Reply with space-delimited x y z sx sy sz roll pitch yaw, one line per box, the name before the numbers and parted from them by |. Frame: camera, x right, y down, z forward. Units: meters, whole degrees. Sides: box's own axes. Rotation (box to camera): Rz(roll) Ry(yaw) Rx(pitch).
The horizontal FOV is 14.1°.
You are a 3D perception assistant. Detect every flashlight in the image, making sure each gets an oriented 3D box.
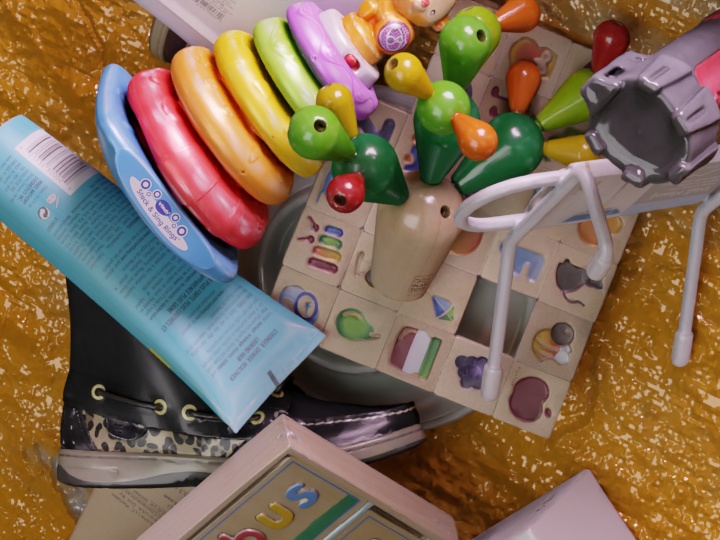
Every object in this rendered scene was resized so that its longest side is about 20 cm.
flashlight | 0.171 -0.086 1.407 0.067 0.200 0.068 0 108 25

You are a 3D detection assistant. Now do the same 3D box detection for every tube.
tube | -0.118 -0.003 1.534 0.200 0.077 0.050 38 155 8

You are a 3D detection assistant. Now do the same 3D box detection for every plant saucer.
plant saucer | 0.000 0.000 1.607 0.199 0.050 0.201 9 110 24

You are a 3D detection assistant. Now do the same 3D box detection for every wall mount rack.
wall mount rack | 0.136 -0.004 1.475 0.174 0.199 0.075 130 128 -61

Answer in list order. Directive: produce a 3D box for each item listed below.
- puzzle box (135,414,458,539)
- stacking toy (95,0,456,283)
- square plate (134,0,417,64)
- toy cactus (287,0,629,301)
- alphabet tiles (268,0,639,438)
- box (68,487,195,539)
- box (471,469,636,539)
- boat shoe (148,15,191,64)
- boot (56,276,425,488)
puzzle box | -0.061 0.170 1.568 0.133 0.025 0.200 33 118 -33
stacking toy | -0.032 -0.095 1.501 0.200 0.110 0.116 -34 110 10
square plate | -0.040 -0.180 1.505 0.200 0.029 0.198 38 120 -22
toy cactus | 0.048 -0.053 1.479 0.102 0.199 0.166 40 132 29
alphabet tiles | 0.059 -0.034 1.540 0.166 0.008 0.201 22 96 1
box | -0.125 0.176 1.701 0.078 0.095 0.201 35 117 13
box | 0.071 0.221 1.615 0.200 0.097 0.125 -35 90 30
boat shoe | -0.037 -0.172 1.560 0.072 0.072 0.200 45 114 8
boot | -0.071 0.037 1.580 0.202 0.073 0.155 -5 88 9
